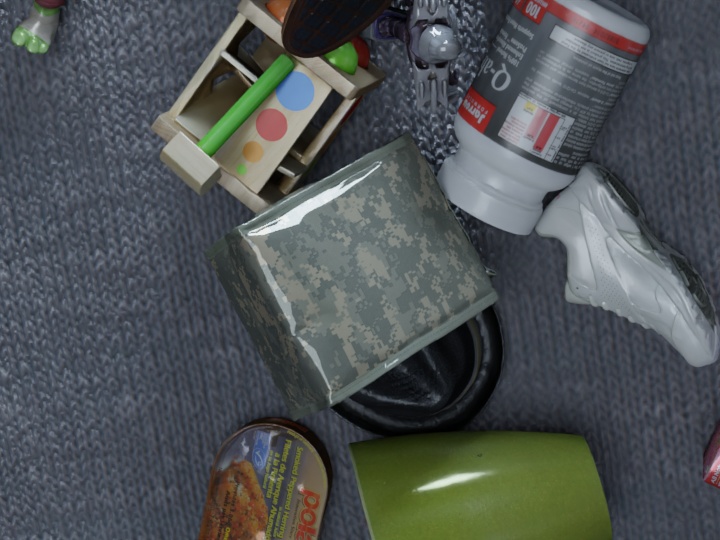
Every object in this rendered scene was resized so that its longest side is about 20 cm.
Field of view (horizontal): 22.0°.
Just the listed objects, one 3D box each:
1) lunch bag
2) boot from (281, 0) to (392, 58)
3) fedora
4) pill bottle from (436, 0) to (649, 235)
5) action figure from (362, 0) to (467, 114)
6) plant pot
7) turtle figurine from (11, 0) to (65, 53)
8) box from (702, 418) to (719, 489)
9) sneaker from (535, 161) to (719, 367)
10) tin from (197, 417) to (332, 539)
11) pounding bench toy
[{"bbox_3d":[0.000,0.000,1.508,0.199,0.117,0.165,-29,90,-23],"label":"lunch bag"},{"bbox_3d":[-0.004,-0.265,1.469,0.074,0.097,0.200,21,126,-28],"label":"boot"},{"bbox_3d":[0.025,0.069,1.621,0.199,0.092,0.203,2,102,11],"label":"fedora"},{"bbox_3d":[0.148,-0.139,1.544,0.115,0.116,0.201,29,105,5],"label":"pill bottle"},{"bbox_3d":[0.052,-0.205,1.507,0.069,0.200,0.131,3,112,-16],"label":"action figure"},{"bbox_3d":[0.109,0.214,1.597,0.198,0.187,0.189,-16,98,-1],"label":"plant pot"},{"bbox_3d":[-0.278,-0.275,1.575,0.195,0.143,0.201,-57,43,33],"label":"turtle figurine"},{"bbox_3d":[0.372,0.101,1.556,0.099,0.095,0.201,24,105,7],"label":"box"},{"bbox_3d":[0.227,0.009,1.587,0.099,0.078,0.201,-40,82,22],"label":"sneaker"},{"bbox_3d":[-0.088,0.233,1.706,0.111,0.042,0.202,16,104,12],"label":"tin"},{"bbox_3d":[-0.078,-0.145,1.545,0.124,0.200,0.156,39,106,2],"label":"pounding bench toy"}]
